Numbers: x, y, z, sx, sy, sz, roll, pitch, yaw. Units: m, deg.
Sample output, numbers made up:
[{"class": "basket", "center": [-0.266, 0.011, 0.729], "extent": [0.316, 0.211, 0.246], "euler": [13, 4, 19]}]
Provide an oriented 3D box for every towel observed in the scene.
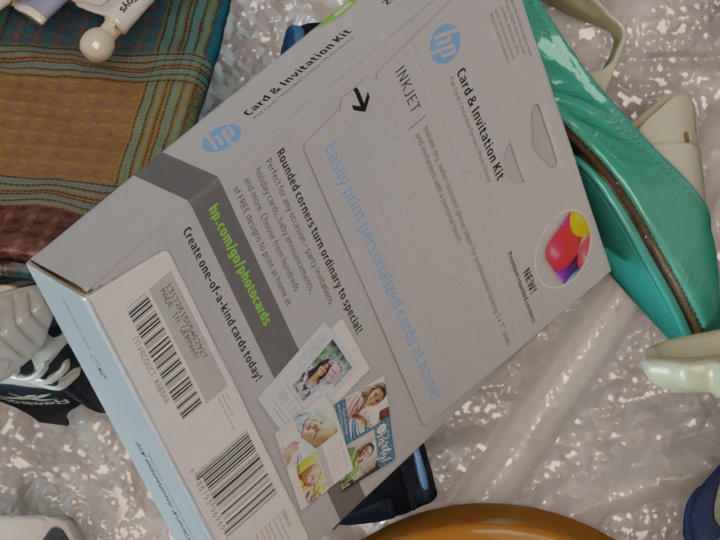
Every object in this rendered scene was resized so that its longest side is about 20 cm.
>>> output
[{"class": "towel", "center": [-0.131, -0.069, 0.852], "extent": [0.145, 0.201, 0.022], "euler": [5, 130, 3]}]

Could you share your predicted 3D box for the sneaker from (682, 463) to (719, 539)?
[{"class": "sneaker", "center": [0.215, 0.059, 0.862], "extent": [0.199, 0.088, 0.076], "euler": [-22, 61, 0]}]

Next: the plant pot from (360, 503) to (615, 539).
[{"class": "plant pot", "center": [0.047, 0.198, 0.837], "extent": [0.198, 0.183, 0.202], "euler": [0, 91, 4]}]

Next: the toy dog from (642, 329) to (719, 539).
[{"class": "toy dog", "center": [0.191, 0.121, 0.789], "extent": [0.192, 0.139, 0.202], "euler": [-10, 102, -18]}]

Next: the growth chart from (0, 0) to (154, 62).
[{"class": "growth chart", "center": [-0.144, -0.158, 0.888], "extent": [0.199, 0.018, 0.145], "euler": [28, 71, 17]}]

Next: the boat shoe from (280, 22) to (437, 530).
[{"class": "boat shoe", "center": [0.000, 0.000, 0.899], "extent": [0.068, 0.084, 0.202], "euler": [-3, 108, -3]}]

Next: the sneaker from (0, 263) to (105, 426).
[{"class": "sneaker", "center": [-0.134, 0.030, 0.852], "extent": [0.079, 0.200, 0.130], "euler": [12, 131, 13]}]

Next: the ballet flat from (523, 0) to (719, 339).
[{"class": "ballet flat", "center": [0.092, -0.062, 0.890], "extent": [0.070, 0.067, 0.200], "euler": [-42, 90, -10]}]

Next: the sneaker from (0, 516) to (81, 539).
[{"class": "sneaker", "center": [-0.207, 0.166, 0.899], "extent": [0.197, 0.079, 0.131], "euler": [-2, 83, -6]}]

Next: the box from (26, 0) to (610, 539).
[{"class": "box", "center": [-0.006, -0.001, 0.805], "extent": [0.200, 0.041, 0.157], "euler": [-41, 131, -21]}]
